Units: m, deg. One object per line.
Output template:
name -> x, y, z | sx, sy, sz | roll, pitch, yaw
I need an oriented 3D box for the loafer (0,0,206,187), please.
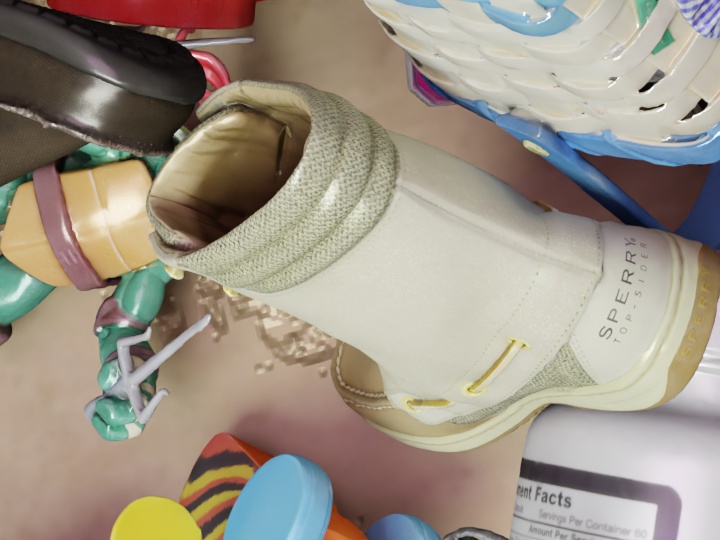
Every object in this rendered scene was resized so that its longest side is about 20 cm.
loafer -> -0.125, -0.047, 0.732 | 0.199, 0.073, 0.072 | 7, 88, 46

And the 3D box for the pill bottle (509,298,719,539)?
pill bottle -> 0.103, 0.105, 0.769 | 0.111, 0.111, 0.202 | 9, 87, 12

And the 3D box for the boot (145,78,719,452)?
boot -> 0.000, 0.000, 0.732 | 0.154, 0.200, 0.073 | 21, 74, -23

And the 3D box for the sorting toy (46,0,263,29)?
sorting toy -> -0.104, -0.129, 0.795 | 0.199, 0.199, 0.070 | 9, 102, 12

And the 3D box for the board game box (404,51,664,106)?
board game box -> 0.105, -0.163, 0.749 | 0.199, 0.026, 0.202 | -8, 100, -18

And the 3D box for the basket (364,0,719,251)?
basket -> 0.088, -0.106, 0.675 | 0.139, 0.200, 0.177 | 20, 90, 35

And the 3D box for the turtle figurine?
turtle figurine -> -0.104, -0.014, 0.828 | 0.199, 0.101, 0.151 | -16, 96, 20

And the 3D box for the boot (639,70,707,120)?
boot -> 0.134, -0.156, 0.806 | 0.153, 0.073, 0.205 | -25, 84, 5

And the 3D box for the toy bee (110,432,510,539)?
toy bee -> -0.025, 0.117, 0.755 | 0.130, 0.200, 0.109 | 28, 82, -6
